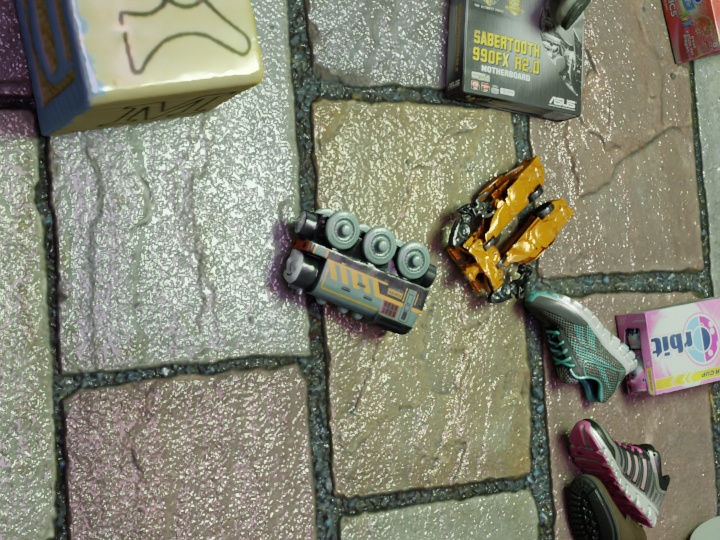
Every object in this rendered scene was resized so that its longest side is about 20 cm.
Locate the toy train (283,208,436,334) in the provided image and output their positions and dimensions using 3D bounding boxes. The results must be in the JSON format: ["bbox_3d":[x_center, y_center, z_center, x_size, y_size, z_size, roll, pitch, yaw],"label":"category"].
[{"bbox_3d":[0.000,0.000,1.457,0.198,0.085,0.116,22,85,-26],"label":"toy train"}]

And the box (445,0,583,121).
[{"bbox_3d":[0.211,-0.297,1.614,0.197,0.048,0.162,8,83,-29],"label":"box"}]

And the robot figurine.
[{"bbox_3d":[0.193,-0.051,1.579,0.200,0.058,0.146,-44,106,-25],"label":"robot figurine"}]

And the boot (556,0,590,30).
[{"bbox_3d":[0.258,-0.409,1.609,0.130,0.068,0.201,33,43,-5],"label":"boot"}]

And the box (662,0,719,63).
[{"bbox_3d":[0.510,-0.420,1.765,0.101,0.094,0.204,-14,93,-30],"label":"box"}]

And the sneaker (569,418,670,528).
[{"bbox_3d":[0.360,0.259,1.641,0.200,0.073,0.088,49,66,-22],"label":"sneaker"}]

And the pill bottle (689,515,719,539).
[{"bbox_3d":[0.546,0.457,1.705,0.112,0.112,0.202,-33,102,-27],"label":"pill bottle"}]

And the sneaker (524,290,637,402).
[{"bbox_3d":[0.289,0.105,1.614,0.199,0.077,0.092,39,73,-19],"label":"sneaker"}]

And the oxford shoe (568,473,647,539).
[{"bbox_3d":[0.344,0.358,1.634,0.084,0.072,0.202,-36,106,-43],"label":"oxford shoe"}]

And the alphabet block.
[{"bbox_3d":[-0.241,-0.264,1.275,0.197,0.195,0.199,-12,93,-29],"label":"alphabet block"}]

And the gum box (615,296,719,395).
[{"bbox_3d":[0.458,0.106,1.709,0.197,0.066,0.116,-8,88,-29],"label":"gum box"}]
